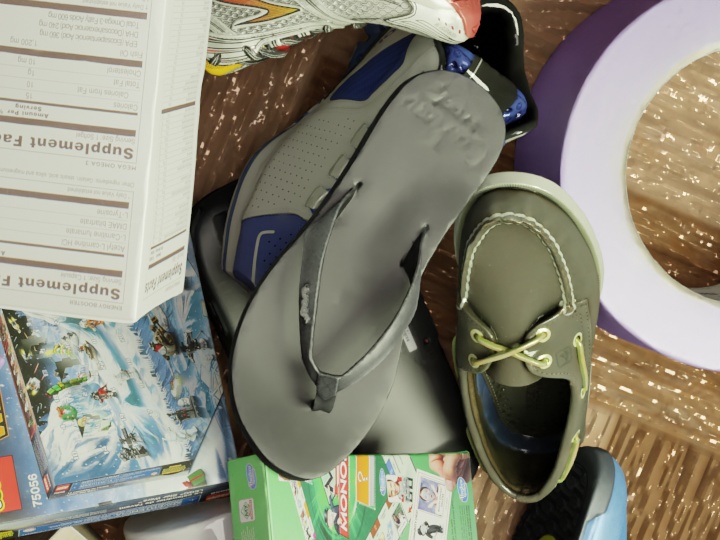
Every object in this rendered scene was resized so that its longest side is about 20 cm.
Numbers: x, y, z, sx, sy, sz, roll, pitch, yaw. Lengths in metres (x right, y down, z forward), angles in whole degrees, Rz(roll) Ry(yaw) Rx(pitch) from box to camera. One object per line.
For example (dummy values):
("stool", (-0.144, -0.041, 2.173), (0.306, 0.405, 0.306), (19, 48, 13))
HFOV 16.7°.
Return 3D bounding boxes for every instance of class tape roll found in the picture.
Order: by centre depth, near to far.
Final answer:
("tape roll", (0.185, -0.051, 1.259), (0.200, 0.085, 0.200), (-1, 96, -12))

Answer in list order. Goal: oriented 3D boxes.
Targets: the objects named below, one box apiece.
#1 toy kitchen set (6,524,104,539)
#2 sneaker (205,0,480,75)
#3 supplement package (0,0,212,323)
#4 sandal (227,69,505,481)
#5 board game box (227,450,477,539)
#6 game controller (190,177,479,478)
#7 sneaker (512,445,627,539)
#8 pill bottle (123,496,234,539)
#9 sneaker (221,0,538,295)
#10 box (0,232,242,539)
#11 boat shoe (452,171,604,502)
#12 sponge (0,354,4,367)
("toy kitchen set", (-0.130, 0.251, 1.177), (0.200, 0.163, 0.180), (43, 85, -14))
("sneaker", (-0.038, -0.130, 1.159), (0.200, 0.078, 0.082), (12, 103, 20))
("supplement package", (-0.128, -0.087, 1.052), (0.109, 0.114, 0.200), (7, 96, 6))
("sandal", (0.000, -0.001, 1.111), (0.076, 0.043, 0.200), (25, 88, -10))
("board game box", (0.005, 0.186, 1.158), (0.135, 0.029, 0.200), (3, 77, -41))
("game controller", (-0.012, 0.040, 1.252), (0.104, 0.042, 0.200), (-28, 101, -24))
("sneaker", (0.115, 0.191, 1.280), (0.078, 0.066, 0.200), (11, 95, -21))
("pill bottle", (-0.042, 0.204, 1.214), (0.120, 0.120, 0.200), (-21, 100, -10))
("sneaker", (0.017, -0.064, 1.183), (0.081, 0.115, 0.199), (38, 73, -18))
("box", (-0.144, 0.022, 1.177), (0.137, 0.040, 0.200), (-9, 73, -12))
("boat shoe", (0.080, 0.035, 1.198), (0.072, 0.060, 0.202), (4, 140, 12))
("sponge", (-0.257, 0.087, 1.148), (0.112, 0.030, 0.200), (40, 102, 28))
